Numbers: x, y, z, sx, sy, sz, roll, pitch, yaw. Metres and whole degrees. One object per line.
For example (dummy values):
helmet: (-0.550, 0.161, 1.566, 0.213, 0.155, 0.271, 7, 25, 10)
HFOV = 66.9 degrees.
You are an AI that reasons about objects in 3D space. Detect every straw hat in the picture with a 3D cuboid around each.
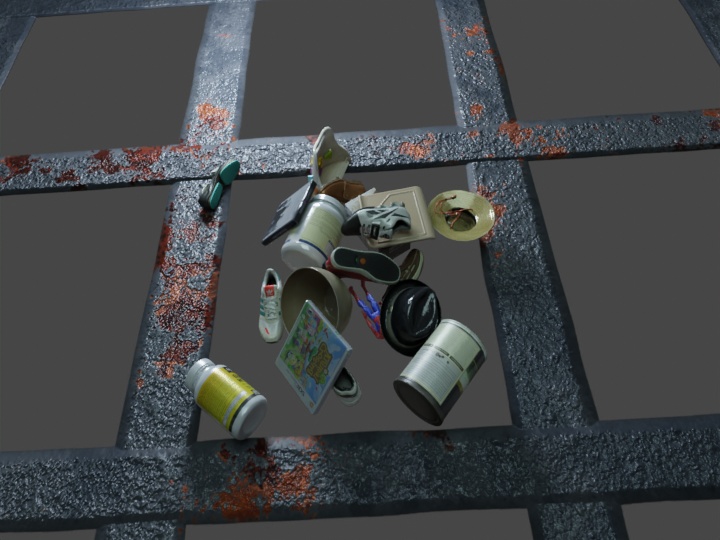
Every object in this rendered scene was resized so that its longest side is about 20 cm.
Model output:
straw hat: (0.289, -0.134, 1.577, 0.193, 0.086, 0.206, -4, 51, 4)

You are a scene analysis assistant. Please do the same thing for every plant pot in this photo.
plant pot: (-0.095, 0.089, 1.414, 0.199, 0.205, 0.133, 39, 25, 26)

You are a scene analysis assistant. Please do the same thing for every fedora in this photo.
fedora: (0.143, 0.112, 1.383, 0.193, 0.091, 0.208, 6, 73, -20)

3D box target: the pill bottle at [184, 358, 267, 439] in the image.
pill bottle: (-0.328, 0.304, 1.318, 0.197, 0.114, 0.113, 31, 63, 21)

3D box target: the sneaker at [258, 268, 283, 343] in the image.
sneaker: (-0.243, 0.090, 1.461, 0.067, 0.095, 0.206, -3, 56, 2)

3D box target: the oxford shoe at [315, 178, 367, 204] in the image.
oxford shoe: (-0.048, -0.226, 1.629, 0.196, 0.072, 0.072, -14, 56, -42)

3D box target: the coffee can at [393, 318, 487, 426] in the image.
coffee can: (0.191, 0.241, 1.303, 0.144, 0.148, 0.200, 33, 64, 23)

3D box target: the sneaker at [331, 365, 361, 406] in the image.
sneaker: (-0.070, 0.243, 1.356, 0.198, 0.089, 0.075, 38, 68, 26)

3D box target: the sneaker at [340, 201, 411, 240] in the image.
sneaker: (0.046, -0.119, 1.446, 0.194, 0.075, 0.090, -17, 56, -12)

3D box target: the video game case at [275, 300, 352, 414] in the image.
video game case: (-0.119, 0.211, 1.330, 0.022, 0.204, 0.182, 3, 33, -50)

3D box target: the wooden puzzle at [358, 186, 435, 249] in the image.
wooden puzzle: (0.100, -0.147, 1.534, 0.192, 0.038, 0.190, -7, 57, -7)

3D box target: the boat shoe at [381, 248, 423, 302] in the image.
boat shoe: (0.113, 0.015, 1.484, 0.074, 0.074, 0.207, 36, 57, -21)

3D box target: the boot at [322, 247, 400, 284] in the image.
boot: (0.000, 0.000, 1.442, 0.193, 0.144, 0.075, 15, 72, -14)

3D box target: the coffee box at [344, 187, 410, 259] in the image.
coffee box: (0.050, -0.129, 1.591, 0.111, 0.081, 0.202, -29, 60, -16)

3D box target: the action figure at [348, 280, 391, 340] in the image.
action figure: (0.036, 0.114, 1.457, 0.064, 0.052, 0.202, -26, 62, -14)

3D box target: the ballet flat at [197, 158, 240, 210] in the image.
ballet flat: (-0.457, -0.282, 1.736, 0.066, 0.069, 0.204, 12, 58, 21)

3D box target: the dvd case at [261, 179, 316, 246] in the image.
dvd case: (-0.209, -0.165, 1.583, 0.024, 0.198, 0.154, 36, 56, -23)

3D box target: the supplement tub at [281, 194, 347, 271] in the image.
supplement tub: (-0.126, -0.097, 1.544, 0.140, 0.147, 0.204, 16, 59, 14)

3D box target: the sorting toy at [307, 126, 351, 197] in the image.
sorting toy: (-0.111, -0.332, 1.674, 0.103, 0.182, 0.204, 14, 58, 13)
